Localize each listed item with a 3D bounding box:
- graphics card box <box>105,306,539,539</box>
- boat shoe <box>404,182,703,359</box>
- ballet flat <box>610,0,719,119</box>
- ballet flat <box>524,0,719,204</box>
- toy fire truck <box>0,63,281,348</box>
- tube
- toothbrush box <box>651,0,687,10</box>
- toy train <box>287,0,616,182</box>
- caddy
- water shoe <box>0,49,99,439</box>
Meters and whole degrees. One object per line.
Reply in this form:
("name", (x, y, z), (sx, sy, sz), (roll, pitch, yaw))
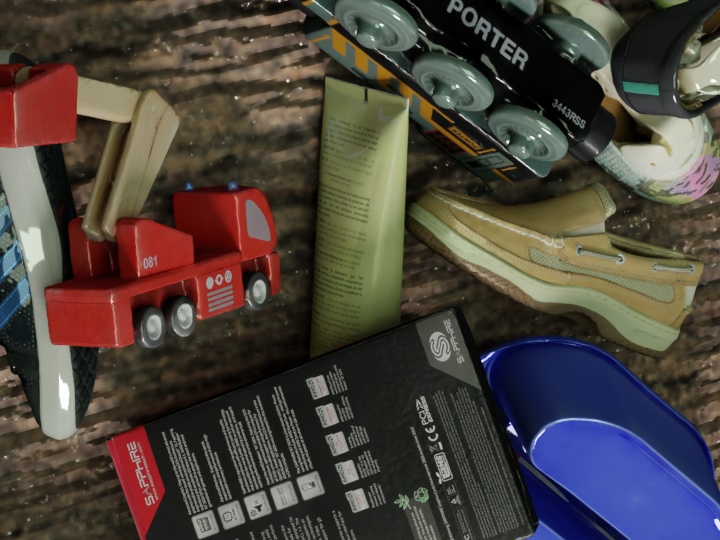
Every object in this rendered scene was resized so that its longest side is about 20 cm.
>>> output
("graphics card box", (-0.019, 0.110, 0.953), (0.198, 0.051, 0.127), (-22, 85, 9))
("boat shoe", (0.114, -0.018, 1.034), (0.199, 0.072, 0.077), (21, 104, -35))
("ballet flat", (0.227, -0.136, 0.972), (0.199, 0.073, 0.074), (-28, 110, -12))
("ballet flat", (0.148, -0.104, 1.033), (0.200, 0.071, 0.069), (45, 81, -24))
("toy fire truck", (-0.114, -0.036, 0.897), (0.199, 0.048, 0.143), (-19, 108, -56))
("tube", (0.000, 0.000, 0.993), (0.057, 0.052, 0.203), (5, 104, 12))
("toothbrush box", (0.213, -0.227, 1.028), (0.146, 0.086, 0.200), (-43, 112, -9))
("toy train", (0.043, -0.118, 0.961), (0.199, 0.114, 0.086), (34, 70, -24))
("caddy", (0.123, 0.127, 1.052), (0.141, 0.105, 0.200), (-43, 115, 16))
("water shoe", (-0.184, -0.011, 0.923), (0.078, 0.072, 0.202), (-6, 105, 6))
